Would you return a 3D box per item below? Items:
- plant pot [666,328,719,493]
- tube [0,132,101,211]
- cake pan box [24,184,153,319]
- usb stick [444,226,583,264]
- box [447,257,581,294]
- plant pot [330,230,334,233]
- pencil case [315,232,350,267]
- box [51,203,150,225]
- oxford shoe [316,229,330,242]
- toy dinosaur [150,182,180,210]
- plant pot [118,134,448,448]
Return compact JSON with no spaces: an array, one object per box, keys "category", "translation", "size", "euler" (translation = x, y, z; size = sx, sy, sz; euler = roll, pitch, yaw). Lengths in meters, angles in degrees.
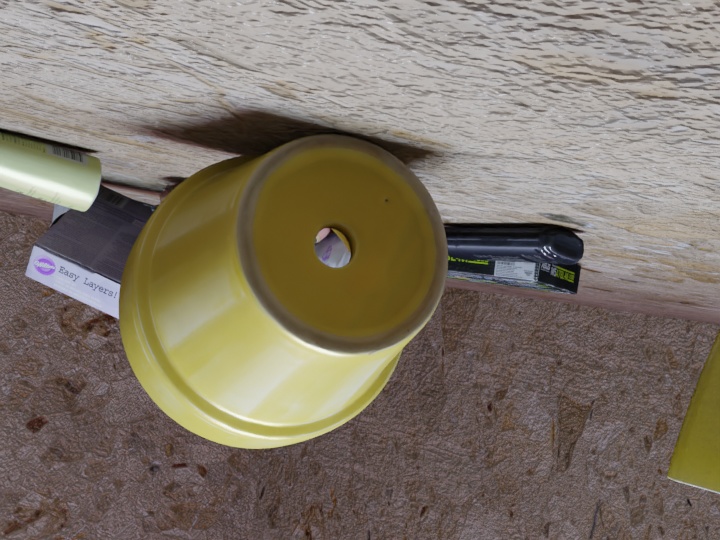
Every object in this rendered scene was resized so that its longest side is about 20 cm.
[{"category":"plant pot","translation":[0.347,0.071,0.587],"size":[0.199,0.177,0.199],"euler":[11,177,-44]},{"category":"tube","translation":[-0.322,-0.098,0.752],"size":[0.199,0.052,0.058],"euler":[16,134,-34]},{"category":"cake pan box","translation":[-0.270,-0.015,1.057],"size":[0.199,0.052,0.184],"euler":[25,-154,-8]},{"category":"usb stick","translation":[0.140,-0.027,0.886],"size":[0.055,0.033,0.200],"euler":[18,175,-27]},{"category":"box","translation":[0.166,-0.007,1.166],"size":[0.199,0.048,0.193],"euler":[7,180,29]},{"category":"plant pot","translation":[-0.056,0.020,1.108],"size":[0.199,0.201,0.140],"euler":[8,-166,27]},{"category":"pencil case","translation":[0.000,0.000,0.895],"size":[0.083,0.091,0.200],"euler":[50,161,-13]},{"category":"box","translation":[-0.377,-0.054,1.346],"size":[0.060,0.117,0.200],"euler":[6,176,19]},{"category":"oxford shoe","translation":[-0.096,-0.031,0.940],"size":[0.071,0.074,0.200],"euler":[40,168,-10]},{"category":"toy dinosaur","translation":[-0.182,-0.056,0.964],"size":[0.086,0.136,0.200],"euler":[-21,157,-10]},{"category":"plant pot","translation":[-0.043,0.006,0.574],"size":[0.200,0.202,0.189],"euler":[10,162,-20]}]
